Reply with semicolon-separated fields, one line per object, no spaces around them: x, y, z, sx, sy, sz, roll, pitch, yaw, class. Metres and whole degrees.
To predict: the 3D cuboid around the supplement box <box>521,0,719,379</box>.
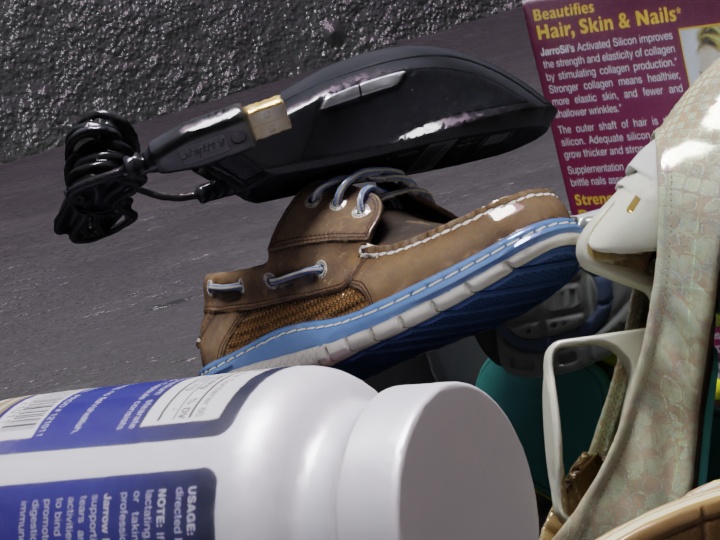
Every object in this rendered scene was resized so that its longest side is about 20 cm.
0.165;-0.037;1.090;0.103;0.200;0.131;-21;13;-37;supplement box

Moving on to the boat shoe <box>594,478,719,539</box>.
0.133;0.093;0.805;0.200;0.074;0.069;-9;4;-28;boat shoe

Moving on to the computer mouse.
-0.023;-0.059;0.974;0.200;0.046;0.140;-12;-8;-5;computer mouse

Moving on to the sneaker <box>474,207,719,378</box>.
0.140;-0.010;0.993;0.200;0.075;0.087;-7;6;28;sneaker

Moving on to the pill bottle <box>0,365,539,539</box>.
-0.046;0.093;0.903;0.200;0.116;0.116;-7;12;33;pill bottle

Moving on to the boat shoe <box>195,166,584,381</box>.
0.000;0.000;0.992;0.200;0.072;0.072;-25;-14;41;boat shoe

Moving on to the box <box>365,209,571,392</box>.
0.070;0.023;1.193;0.200;0.079;0.141;-21;0;-33;box

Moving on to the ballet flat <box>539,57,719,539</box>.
0.099;0.015;0.908;0.062;0.200;0.067;10;-8;-1;ballet flat

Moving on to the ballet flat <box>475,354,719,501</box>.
0.119;0.067;1.014;0.067;0.067;0.200;5;3;-27;ballet flat
